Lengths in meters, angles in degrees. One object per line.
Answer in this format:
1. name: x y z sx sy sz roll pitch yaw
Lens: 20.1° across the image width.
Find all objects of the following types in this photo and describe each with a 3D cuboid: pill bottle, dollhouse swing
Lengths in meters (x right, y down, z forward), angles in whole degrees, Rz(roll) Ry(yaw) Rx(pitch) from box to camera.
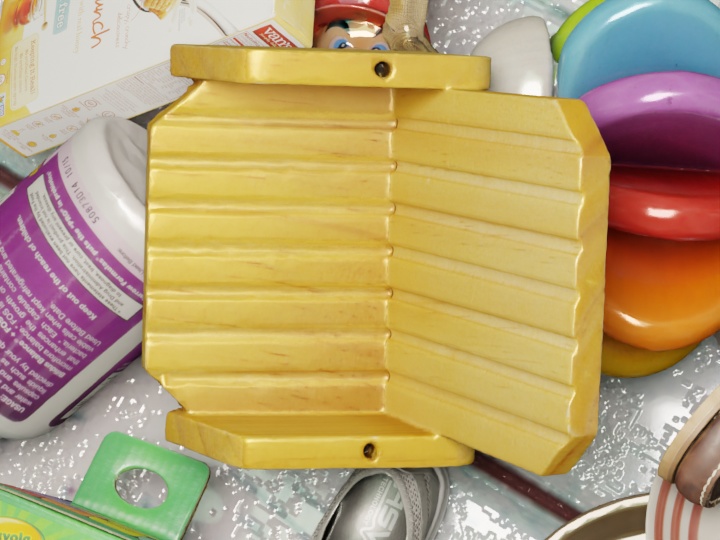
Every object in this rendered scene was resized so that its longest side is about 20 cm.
1. pill bottle: -0.172 0.019 1.087 0.200 0.112 0.112 -40 74 16
2. dollhouse swing: 0.000 0.000 0.948 0.181 0.176 0.201 1 98 -14

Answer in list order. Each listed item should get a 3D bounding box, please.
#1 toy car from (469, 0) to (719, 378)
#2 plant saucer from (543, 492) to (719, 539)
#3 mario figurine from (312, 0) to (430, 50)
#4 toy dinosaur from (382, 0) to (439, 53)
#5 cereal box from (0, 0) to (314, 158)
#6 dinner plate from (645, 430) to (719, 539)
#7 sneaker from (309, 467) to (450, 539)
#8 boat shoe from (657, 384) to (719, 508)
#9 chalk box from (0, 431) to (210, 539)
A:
1. toy car: 0.142 -0.052 1.006 0.174 0.150 0.201 3 79 -4
2. plant saucer: 0.160 0.213 1.029 0.199 0.029 0.201 -2 79 13
3. mario figurine: -0.011 -0.063 1.073 0.106 0.123 0.201 2 85 55
4. toy dinosaur: 0.015 -0.198 1.029 0.101 0.058 0.201 -24 80 27
5. cereal box: -0.111 -0.155 1.098 0.199 0.040 0.144 -18 54 30
6. dinner plate: 0.238 0.140 1.000 0.199 0.024 0.201 1 56 -1
7. sneaker: -0.018 0.178 1.046 0.074 0.082 0.201 17 83 15
8. boat shoe: 0.234 0.051 0.998 0.200 0.070 0.070 -40 69 -17
9. chalk box: -0.142 0.184 1.050 0.124 0.124 0.201 18 84 15
